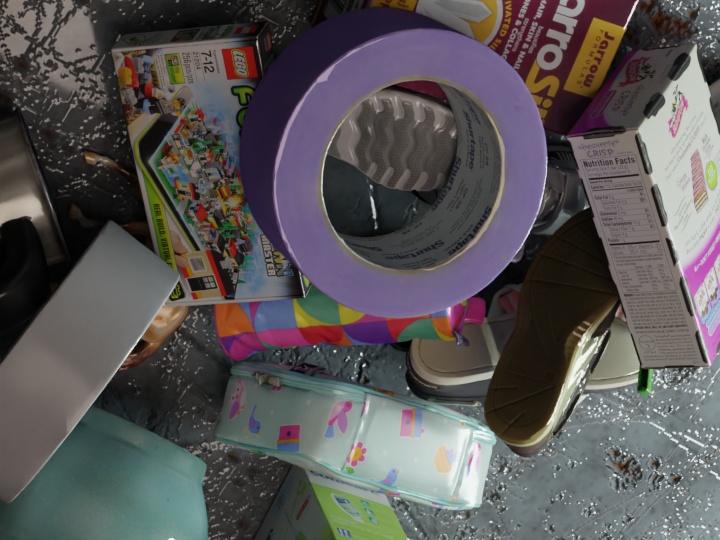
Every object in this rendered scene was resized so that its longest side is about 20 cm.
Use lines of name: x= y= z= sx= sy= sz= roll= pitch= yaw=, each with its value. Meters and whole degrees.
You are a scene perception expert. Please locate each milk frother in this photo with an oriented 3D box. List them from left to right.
milk frother: x=-0.296 y=0.016 z=1.436 sx=0.187 sy=0.181 sz=0.200 roll=-19 pitch=151 yaw=-6

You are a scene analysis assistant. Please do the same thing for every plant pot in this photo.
plant pot: x=-0.197 y=0.183 z=1.527 sx=0.200 sy=0.200 sz=0.135 roll=32 pitch=76 yaw=-27

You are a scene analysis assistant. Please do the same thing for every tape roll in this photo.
tape roll: x=-0.211 y=0.063 z=1.396 sx=0.066 sy=0.200 sz=0.201 roll=37 pitch=101 yaw=-7
tape roll: x=0.022 y=-0.075 z=1.377 sx=0.199 sy=0.085 sz=0.201 roll=-7 pitch=110 yaw=-19

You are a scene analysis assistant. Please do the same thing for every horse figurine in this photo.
horse figurine: x=-0.166 y=-0.001 z=1.512 sx=0.132 sy=0.050 sz=0.201 roll=15 pitch=108 yaw=-16

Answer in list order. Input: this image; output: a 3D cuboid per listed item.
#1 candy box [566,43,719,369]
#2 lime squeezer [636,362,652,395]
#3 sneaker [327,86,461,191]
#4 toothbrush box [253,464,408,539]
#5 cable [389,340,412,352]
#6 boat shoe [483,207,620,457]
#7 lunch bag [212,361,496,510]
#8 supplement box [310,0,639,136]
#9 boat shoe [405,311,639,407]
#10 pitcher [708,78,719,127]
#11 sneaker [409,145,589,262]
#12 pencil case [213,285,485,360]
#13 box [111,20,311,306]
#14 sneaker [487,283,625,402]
candy box: x=0.227 y=-0.047 z=1.478 sx=0.061 sy=0.136 sz=0.201 roll=-4 pitch=119 yaw=32
lime squeezer: x=0.217 y=0.009 z=1.556 sx=0.038 sy=0.201 sz=0.070 roll=-19 pitch=153 yaw=37
sneaker: x=-0.003 y=-0.119 z=1.465 sx=0.199 sy=0.082 sz=0.075 roll=15 pitch=120 yaw=-7
toothbrush box: x=-0.024 y=0.268 z=1.599 sx=0.086 sy=0.200 sz=0.146 roll=20 pitch=109 yaw=-23
cable: x=0.000 y=0.000 z=1.580 sx=0.199 sy=0.050 sz=0.097 roll=22 pitch=125 yaw=-12
boat shoe: x=0.151 y=0.047 z=1.506 sx=0.202 sy=0.071 sz=0.066 roll=-64 pitch=161 yaw=-19
lunch bag: x=-0.009 y=0.124 z=1.549 sx=0.199 sy=0.160 sz=0.078 roll=20 pitch=85 yaw=-35
supplement box: x=0.083 y=-0.193 z=1.462 sx=0.199 sy=0.103 sz=0.132 roll=14 pitch=109 yaw=-23
boat shoe: x=0.130 y=0.073 z=1.565 sx=0.198 sy=0.073 sz=0.063 roll=-1 pitch=148 yaw=-13
pitcher: x=0.326 y=-0.046 z=1.588 sx=0.200 sy=0.121 sz=0.172 roll=46 pitch=71 yaw=-35
sneaker: x=0.132 y=-0.049 z=1.539 sx=0.199 sy=0.115 sz=0.076 roll=12 pitch=112 yaw=-22
pencil case: x=-0.011 y=0.022 z=1.510 sx=0.199 sy=0.089 sz=0.089 roll=-3 pitch=120 yaw=15
box: x=-0.103 y=-0.074 z=1.428 sx=0.109 sy=0.035 sz=0.201 roll=-4 pitch=114 yaw=14
sneaker: x=0.176 y=0.027 z=1.612 sx=0.104 sy=0.075 sz=0.200 roll=32 pitch=107 yaw=-33
